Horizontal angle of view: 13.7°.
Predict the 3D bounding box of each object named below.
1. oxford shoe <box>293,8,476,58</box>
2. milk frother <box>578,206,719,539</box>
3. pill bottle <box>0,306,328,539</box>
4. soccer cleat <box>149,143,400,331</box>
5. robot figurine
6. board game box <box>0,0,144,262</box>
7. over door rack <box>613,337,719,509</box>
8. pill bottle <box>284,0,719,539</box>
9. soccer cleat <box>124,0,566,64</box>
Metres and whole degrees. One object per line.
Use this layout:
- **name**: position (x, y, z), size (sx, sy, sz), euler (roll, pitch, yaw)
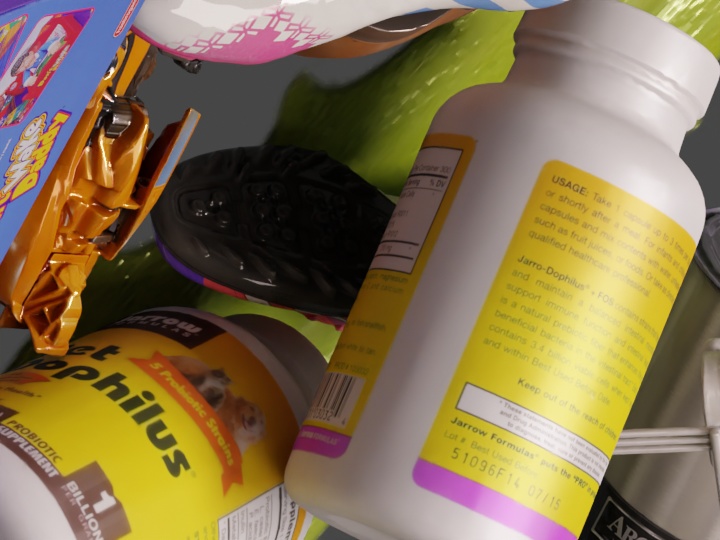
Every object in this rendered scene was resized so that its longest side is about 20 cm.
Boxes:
- **oxford shoe**: position (0.047, -0.128, 1.056), size (0.200, 0.072, 0.071), euler (-26, 178, -31)
- **milk frother**: position (0.188, 0.078, 1.325), size (0.188, 0.180, 0.200), euler (-64, 180, 26)
- **pill bottle**: position (-0.088, 0.078, 1.057), size (0.200, 0.109, 0.109), euler (-27, 146, -55)
- **soccer cleat**: position (0.000, 0.000, 1.129), size (0.199, 0.068, 0.073), euler (4, 149, -36)
- **robot figurine**: position (-0.100, -0.067, 0.980), size (0.145, 0.058, 0.200), euler (3, 124, -45)
- **board game box**: position (-0.147, -0.017, 0.865), size (0.134, 0.045, 0.200), euler (-31, 158, -55)
- **over door rack**: position (0.083, 0.104, 1.208), size (0.147, 0.067, 0.200), euler (-3, 132, 10)
- **pill bottle**: position (0.056, 0.007, 1.049), size (0.104, 0.104, 0.201), euler (34, 77, -51)
- **soccer cleat**: position (0.013, -0.113, 0.927), size (0.200, 0.070, 0.086), euler (-12, 168, -40)
